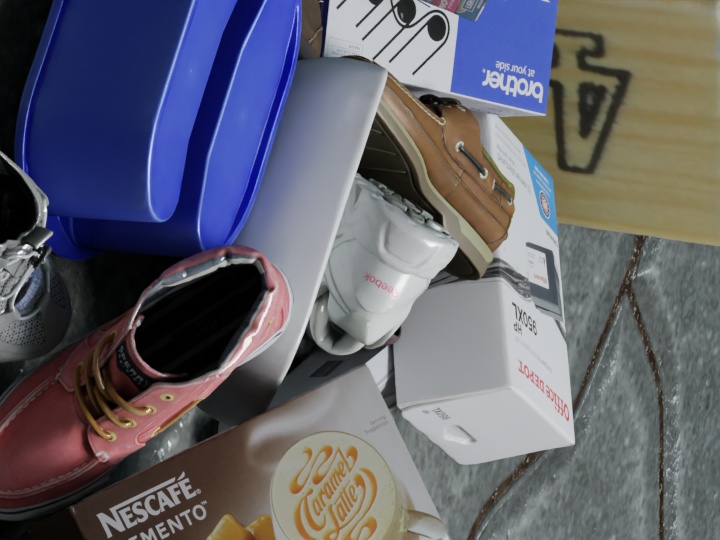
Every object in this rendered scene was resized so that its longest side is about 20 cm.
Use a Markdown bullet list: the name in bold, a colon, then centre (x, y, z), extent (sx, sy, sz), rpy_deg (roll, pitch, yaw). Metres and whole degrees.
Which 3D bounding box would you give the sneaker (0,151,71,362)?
- **sneaker**: centre (-0.183, -0.010, 1.323), extent (0.075, 0.082, 0.200), rpy_deg (-69, 152, -22)

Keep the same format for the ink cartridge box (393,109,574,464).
- **ink cartridge box**: centre (0.078, 0.013, 1.808), extent (0.145, 0.084, 0.200), rpy_deg (40, 42, -61)

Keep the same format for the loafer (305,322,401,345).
- **loafer**: centre (0.006, -0.049, 1.727), extent (0.072, 0.063, 0.201), rpy_deg (-15, 112, -63)

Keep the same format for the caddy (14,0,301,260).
- **caddy**: centre (-0.113, -0.099, 1.411), extent (0.141, 0.105, 0.200), rpy_deg (40, 64, -62)

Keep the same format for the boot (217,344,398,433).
- **boot**: centre (-0.023, 0.112, 1.705), extent (0.200, 0.073, 0.096), rpy_deg (-33, 118, -59)

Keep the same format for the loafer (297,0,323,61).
- **loafer**: centre (-0.070, -0.178, 1.532), extent (0.200, 0.073, 0.071), rpy_deg (69, 28, -55)

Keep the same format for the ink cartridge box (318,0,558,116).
- **ink cartridge box**: centre (0.039, -0.158, 1.694), extent (0.200, 0.044, 0.094), rpy_deg (10, 85, -43)

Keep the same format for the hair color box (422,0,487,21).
- **hair color box**: centre (0.084, -0.261, 1.641), extent (0.100, 0.060, 0.200), rpy_deg (119, -7, -59)

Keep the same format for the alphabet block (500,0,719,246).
- **alphabet block**: centre (0.201, -0.153, 1.940), extent (0.195, 0.200, 0.197), rpy_deg (-44, 137, -50)

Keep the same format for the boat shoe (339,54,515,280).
- **boat shoe**: centre (0.035, -0.077, 1.665), extent (0.068, 0.072, 0.200), rpy_deg (-57, 141, -18)

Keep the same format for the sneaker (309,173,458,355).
- **sneaker**: centre (0.000, 0.000, 1.600), extent (0.099, 0.078, 0.200), rpy_deg (-58, -179, 3)

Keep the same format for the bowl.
- **bowl**: centre (-0.056, -0.021, 1.532), extent (0.200, 0.074, 0.200), rpy_deg (123, -13, -71)

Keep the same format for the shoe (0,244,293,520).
- **shoe**: centre (-0.123, 0.054, 1.376), extent (0.200, 0.072, 0.091), rpy_deg (-35, 173, -3)

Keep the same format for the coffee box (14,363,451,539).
- **coffee box**: centre (-0.066, 0.144, 1.431), extent (0.200, 0.080, 0.115), rpy_deg (-23, 86, -34)
